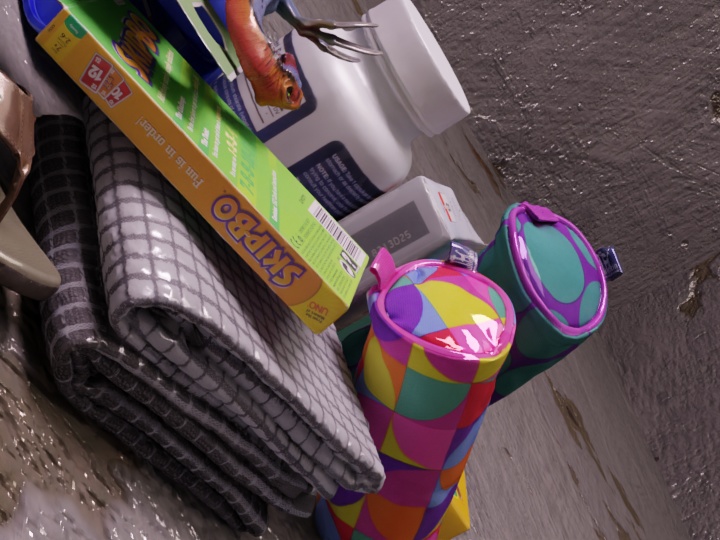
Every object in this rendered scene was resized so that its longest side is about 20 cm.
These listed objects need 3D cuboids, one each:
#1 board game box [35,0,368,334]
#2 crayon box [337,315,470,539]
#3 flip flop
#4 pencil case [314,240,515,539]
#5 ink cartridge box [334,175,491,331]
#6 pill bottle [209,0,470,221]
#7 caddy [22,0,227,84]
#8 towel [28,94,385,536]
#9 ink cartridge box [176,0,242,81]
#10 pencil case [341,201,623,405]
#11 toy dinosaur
[{"bbox_3d":[-0.075,-0.061,0.654,0.200,0.030,0.096,49,14,-6],"label":"board game box"},{"bbox_3d":[0.026,0.118,1.003,0.128,0.050,0.200,57,13,-18],"label":"crayon box"},{"bbox_3d":[-0.175,-0.078,0.598,0.202,0.057,0.081,65,13,23],"label":"flip flop"},{"bbox_3d":[0.026,0.082,0.777,0.089,0.087,0.202,-108,-156,-46],"label":"pencil case"},{"bbox_3d":[0.000,0.000,0.898,0.051,0.161,0.200,62,11,4],"label":"ink cartridge box"},{"bbox_3d":[-0.039,-0.079,0.828,0.112,0.199,0.111,56,13,-19],"label":"pill bottle"},{"bbox_3d":[-0.129,-0.186,0.853,0.105,0.140,0.201,43,22,-46],"label":"caddy"},{"bbox_3d":[-0.084,0.024,0.692,0.200,0.085,0.167,47,16,-43],"label":"towel"},{"bbox_3d":[-0.128,-0.171,0.663,0.201,0.048,0.146,60,5,-10],"label":"ink cartridge box"},{"bbox_3d":[0.064,0.037,0.844,0.084,0.200,0.094,13,56,-31],"label":"pencil case"},{"bbox_3d":[-0.050,-0.157,0.729,0.182,0.198,0.106,-52,146,-45],"label":"toy dinosaur"}]
